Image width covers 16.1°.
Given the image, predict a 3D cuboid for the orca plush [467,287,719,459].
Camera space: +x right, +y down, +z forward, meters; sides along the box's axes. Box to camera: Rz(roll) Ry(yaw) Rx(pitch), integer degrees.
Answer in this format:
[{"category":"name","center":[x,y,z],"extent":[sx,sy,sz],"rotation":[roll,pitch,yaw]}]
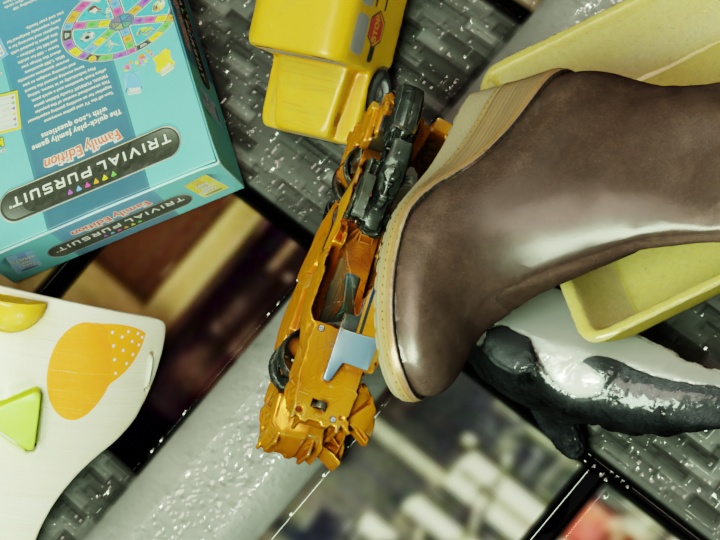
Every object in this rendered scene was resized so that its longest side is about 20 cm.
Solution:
[{"category":"orca plush","center":[0.125,0.062,1.320],"extent":[0.199,0.071,0.105],"rotation":[13,27,15]}]

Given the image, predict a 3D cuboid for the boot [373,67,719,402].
[{"category":"boot","center":[0.104,-0.021,1.260],"extent":[0.166,0.072,0.200],"rotation":[1,54,30]}]

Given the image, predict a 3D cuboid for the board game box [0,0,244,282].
[{"category":"board game box","center":[-0.168,-0.114,1.489],"extent":[0.151,0.047,0.200],"rotation":[-22,68,10]}]

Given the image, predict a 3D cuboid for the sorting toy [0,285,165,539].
[{"category":"sorting toy","center":[-0.234,0.089,1.422],"extent":[0.199,0.107,0.181],"rotation":[14,92,25]}]

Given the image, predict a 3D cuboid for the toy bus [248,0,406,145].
[{"category":"toy bus","center":[-0.010,-0.174,1.426],"extent":[0.065,0.078,0.201],"rotation":[13,90,24]}]

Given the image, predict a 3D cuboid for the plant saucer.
[{"category":"plant saucer","center":[0.183,-0.066,1.333],"extent":[0.200,0.048,0.200],"rotation":[-26,51,8]}]

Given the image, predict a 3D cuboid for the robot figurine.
[{"category":"robot figurine","center":[0.000,0.000,1.349],"extent":[0.058,0.145,0.201],"rotation":[21,73,-8]}]
